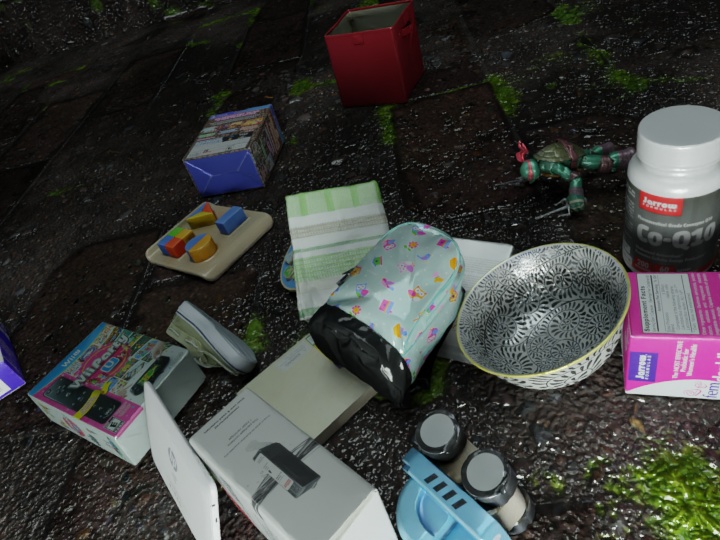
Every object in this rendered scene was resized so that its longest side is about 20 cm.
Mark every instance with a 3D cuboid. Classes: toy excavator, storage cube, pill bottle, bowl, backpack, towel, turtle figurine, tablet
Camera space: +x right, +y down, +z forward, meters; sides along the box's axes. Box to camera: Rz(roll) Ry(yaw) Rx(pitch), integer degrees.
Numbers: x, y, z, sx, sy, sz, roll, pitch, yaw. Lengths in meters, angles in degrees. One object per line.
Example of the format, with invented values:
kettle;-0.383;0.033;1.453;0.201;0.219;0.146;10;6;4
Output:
toy excavator;0.083;0.266;0.528;0.200;0.100;0.194;-46;43;-11
storage cube;0.041;-0.520;1.378;0.198;0.181;0.172;3;43;23
pill bottle;0.396;-0.093;0.722;0.113;0.201;0.114;-11;39;9
bowl;0.222;0.069;0.670;0.199;0.094;0.202;-25;33;18
backpack;0.051;0.041;0.709;0.166;0.127;0.200;33;65;23
towel;-0.026;-0.029;0.827;0.148;0.031;0.202;-8;68;-4
turtle figurine;0.327;-0.159;0.915;0.198;0.101;0.150;-13;39;-2
tablet;-0.205;0.228;0.647;0.014;0.131;0.199;-16;33;-34

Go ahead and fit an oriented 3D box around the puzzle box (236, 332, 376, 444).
puzzle box;-0.047;0.141;0.753;0.200;0.026;0.133;-38;48;-23

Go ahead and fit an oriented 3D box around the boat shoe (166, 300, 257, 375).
boat shoe;-0.223;0.111;0.848;0.199;0.072;0.062;27;81;46

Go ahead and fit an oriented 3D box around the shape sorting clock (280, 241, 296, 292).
shape sorting clock;-0.062;-0.052;0.928;0.199;0.039;0.201;-31;37;27

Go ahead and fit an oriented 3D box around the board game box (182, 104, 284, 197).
board game box;-0.276;-0.269;1.275;0.158;0.097;0.201;-6;41;15

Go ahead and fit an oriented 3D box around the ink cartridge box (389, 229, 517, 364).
ink cartridge box;0.106;0.036;0.814;0.198;0.044;0.175;10;72;31

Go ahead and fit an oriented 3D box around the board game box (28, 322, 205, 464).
board game box;-0.345;0.165;0.812;0.198;0.065;0.148;9;46;31

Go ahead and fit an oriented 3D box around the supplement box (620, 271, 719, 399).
supplement box;0.390;0.070;0.614;0.198;0.102;0.104;0;43;22

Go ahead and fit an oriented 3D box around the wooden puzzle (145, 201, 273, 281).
wooden puzzle;-0.294;-0.071;1.092;0.199;0.047;0.185;15;50;34

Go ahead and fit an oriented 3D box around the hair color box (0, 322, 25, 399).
hair color box;-0.647;0.153;0.957;0.109;0.065;0.200;-36;44;-19

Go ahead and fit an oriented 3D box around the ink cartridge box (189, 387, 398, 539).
ink cartridge box;-0.062;0.230;0.570;0.199;0.145;0.084;25;55;40
